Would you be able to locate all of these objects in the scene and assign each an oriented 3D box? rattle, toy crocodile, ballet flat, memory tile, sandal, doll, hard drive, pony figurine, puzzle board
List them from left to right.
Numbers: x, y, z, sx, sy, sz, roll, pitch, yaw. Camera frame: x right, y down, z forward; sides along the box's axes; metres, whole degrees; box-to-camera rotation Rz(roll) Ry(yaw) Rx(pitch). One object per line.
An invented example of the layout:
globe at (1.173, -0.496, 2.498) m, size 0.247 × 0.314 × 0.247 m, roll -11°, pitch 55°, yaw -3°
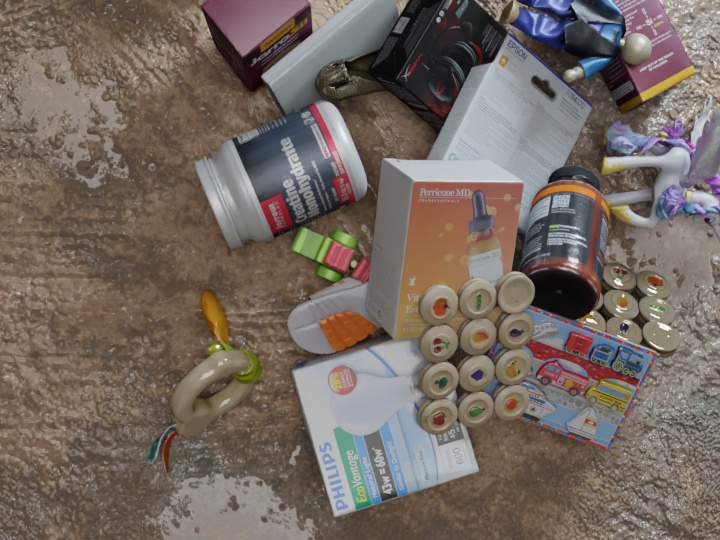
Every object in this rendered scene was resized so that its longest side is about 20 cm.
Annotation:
rattle at (-0.236, 0.149, 1.598) m, size 0.143 × 0.130 × 0.200 m, roll 47°, pitch 114°, yaw 10°
hard drive at (-0.032, -0.282, 1.587) m, size 0.200 × 0.132 × 0.026 m, roll -40°, pitch 68°, yaw -3°
toy crocodile at (0.000, 0.000, 1.614) m, size 0.199 × 0.062 × 0.068 m, roll 30°, pitch 87°, yaw -1°
sandal at (0.001, 0.044, 1.569) m, size 0.204 × 0.059 × 0.080 m, roll -21°, pitch 112°, yaw -11°
ballet flat at (0.027, -0.268, 1.590) m, size 0.198 × 0.046 × 0.068 m, roll -18°, pitch 71°, yaw -33°
memory tile at (0.143, 0.104, 1.480) m, size 0.151 × 0.017 × 0.203 m, roll -8°, pitch 113°, yaw -16°
puzzle board at (0.256, 0.136, 1.530) m, size 0.198 × 0.017 × 0.152 m, roll 20°, pitch 111°, yaw -4°
doll at (0.276, -0.304, 1.527) m, size 0.198 × 0.048 × 0.138 m, roll 17°, pitch 75°, yaw -11°
memory tile at (0.321, 0.039, 1.595) m, size 0.197 × 0.017 × 0.154 m, roll 13°, pitch 45°, yaw -3°
pony figurine at (0.420, -0.139, 1.606) m, size 0.197 × 0.167 × 0.196 m, roll 7°, pitch 104°, yaw 6°

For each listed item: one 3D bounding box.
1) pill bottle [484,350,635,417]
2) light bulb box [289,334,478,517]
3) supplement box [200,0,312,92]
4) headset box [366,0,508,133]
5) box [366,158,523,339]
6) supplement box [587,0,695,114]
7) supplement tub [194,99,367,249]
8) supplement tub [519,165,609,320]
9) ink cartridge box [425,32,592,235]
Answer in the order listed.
pill bottle at (0.260, 0.127, 1.596) m, size 0.197 × 0.114 × 0.116 m, roll 14°, pitch 88°, yaw -2°
light bulb box at (0.027, 0.192, 1.578) m, size 0.198 × 0.125 × 0.201 m, roll -17°, pitch 89°, yaw -4°
supplement box at (-0.128, -0.312, 1.538) m, size 0.110 × 0.200 × 0.086 m, roll -38°, pitch 88°, yaw -4°
headset box at (0.127, -0.264, 1.583) m, size 0.199 × 0.075 × 0.150 m, roll 35°, pitch 85°, yaw -37°
box at (0.101, -0.028, 1.486) m, size 0.150 × 0.106 × 0.203 m, roll -1°, pitch 110°, yaw -20°
supplement box at (0.353, -0.324, 1.615) m, size 0.085 × 0.110 × 0.202 m, roll -28°, pitch 90°, yaw -3°
supplement tub at (-0.102, -0.123, 1.573) m, size 0.198 × 0.140 × 0.142 m, roll -24°, pitch 90°, yaw -3°
supplement tub at (0.265, -0.041, 1.548) m, size 0.106 × 0.107 × 0.201 m, roll 19°, pitch 51°, yaw -2°
ink cartridge box at (0.197, -0.178, 1.588) m, size 0.196 × 0.043 × 0.202 m, roll 31°, pitch 84°, yaw -38°
